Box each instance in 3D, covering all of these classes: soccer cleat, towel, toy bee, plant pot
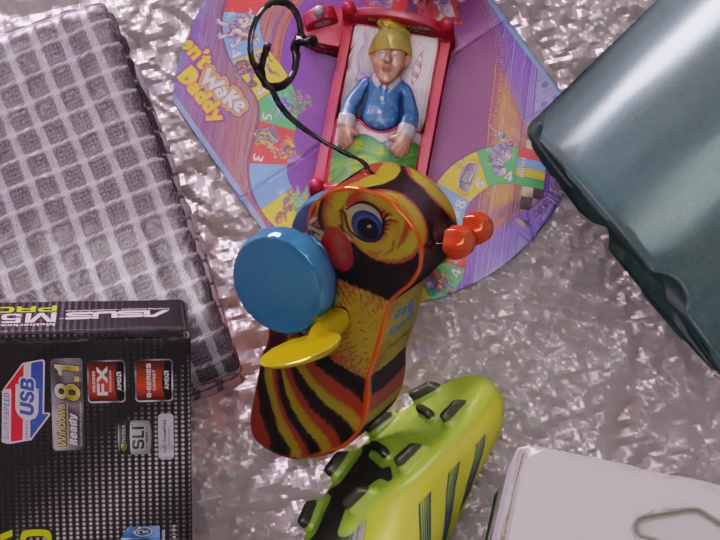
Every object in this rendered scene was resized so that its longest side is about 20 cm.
[{"bbox_3d":[0.009,0.138,0.930,0.084,0.065,0.200,40,77,-21],"label":"soccer cleat"},{"bbox_3d":[-0.160,-0.015,0.946,0.165,0.086,0.201,-21,79,-3],"label":"towel"},{"bbox_3d":[0.000,0.000,0.886,0.108,0.201,0.131,15,49,27],"label":"toy bee"},{"bbox_3d":[0.192,-0.065,0.898,0.196,0.200,0.200,-40,80,3],"label":"plant pot"}]

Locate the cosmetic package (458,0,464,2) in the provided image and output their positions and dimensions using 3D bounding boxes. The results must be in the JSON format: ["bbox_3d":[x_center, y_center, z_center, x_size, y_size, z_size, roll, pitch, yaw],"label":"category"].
[{"bbox_3d":[0.054,-0.241,0.961,0.103,0.087,0.200,28,68,6],"label":"cosmetic package"}]

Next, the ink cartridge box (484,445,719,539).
[{"bbox_3d":[0.121,0.134,0.845,0.146,0.200,0.083,12,79,5],"label":"ink cartridge box"}]

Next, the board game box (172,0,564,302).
[{"bbox_3d":[0.005,-0.083,0.974,0.158,0.039,0.200,-34,79,-5],"label":"board game box"}]

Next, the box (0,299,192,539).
[{"bbox_3d":[-0.152,0.114,0.886,0.159,0.044,0.201,0,107,-7],"label":"box"}]
